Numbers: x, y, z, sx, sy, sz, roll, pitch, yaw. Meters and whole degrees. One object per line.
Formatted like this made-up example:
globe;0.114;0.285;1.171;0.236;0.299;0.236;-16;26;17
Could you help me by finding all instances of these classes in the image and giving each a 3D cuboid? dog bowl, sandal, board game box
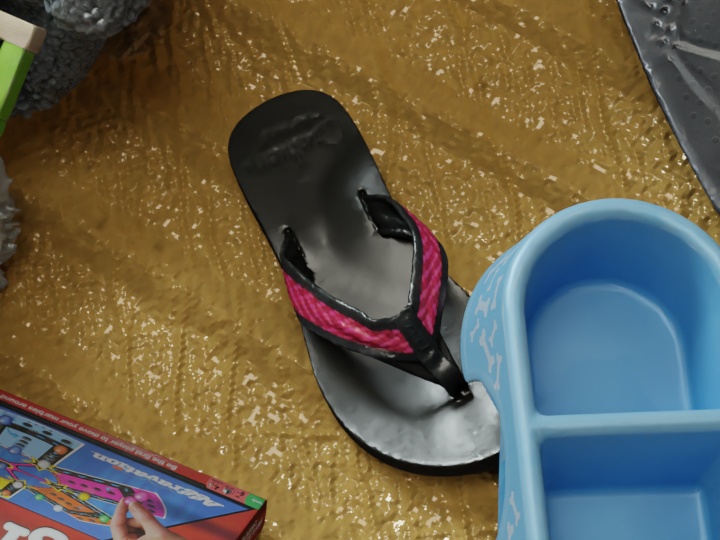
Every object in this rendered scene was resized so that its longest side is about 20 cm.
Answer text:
dog bowl;0.100;0.065;0.919;0.111;0.050;0.201;-1;67;-7
sandal;0.000;0.000;0.994;0.075;0.045;0.200;-28;61;-7
board game box;-0.148;0.088;0.956;0.199;0.020;0.103;21;41;15

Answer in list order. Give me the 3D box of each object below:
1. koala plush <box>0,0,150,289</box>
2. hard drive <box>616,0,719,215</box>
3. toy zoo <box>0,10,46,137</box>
koala plush;-0.182;-0.090;1.027;0.177;0.184;0.201;26;88;4
hard drive;0.175;-0.114;1.025;0.134;0.042;0.201;-18;62;1
toy zoo;-0.218;-0.025;0.942;0.131;0.020;0.201;23;92;5
